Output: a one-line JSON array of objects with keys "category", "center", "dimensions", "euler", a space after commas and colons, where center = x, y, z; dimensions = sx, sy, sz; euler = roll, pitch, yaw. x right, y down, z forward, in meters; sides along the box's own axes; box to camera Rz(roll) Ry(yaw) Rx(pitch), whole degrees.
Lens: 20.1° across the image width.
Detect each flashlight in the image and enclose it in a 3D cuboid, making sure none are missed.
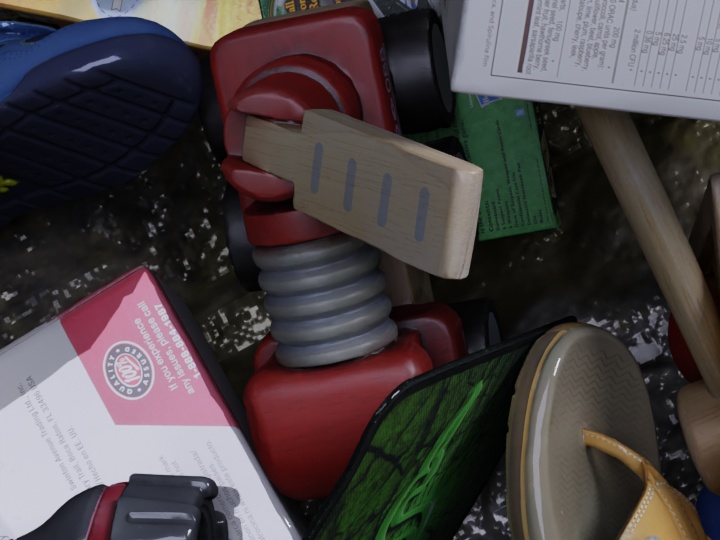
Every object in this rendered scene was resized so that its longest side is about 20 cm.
[{"category": "flashlight", "center": [-0.149, 0.105, 0.724], "dimensions": [0.198, 0.068, 0.068], "euler": [1, 55, 7]}]

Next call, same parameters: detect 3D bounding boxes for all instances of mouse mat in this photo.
[{"category": "mouse mat", "center": [0.002, 0.107, 0.714], "dimensions": [0.008, 0.161, 0.201], "euler": [37, 113, 18]}]

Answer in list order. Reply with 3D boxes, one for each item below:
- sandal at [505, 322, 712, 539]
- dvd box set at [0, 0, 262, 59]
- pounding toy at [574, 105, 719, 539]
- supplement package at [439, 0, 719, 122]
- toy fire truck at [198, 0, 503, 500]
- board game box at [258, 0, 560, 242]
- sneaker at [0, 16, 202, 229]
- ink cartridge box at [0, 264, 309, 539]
[{"category": "sandal", "center": [0.095, 0.117, 0.697], "dimensions": [0.054, 0.080, 0.202], "euler": [-14, 74, 39]}, {"category": "dvd box set", "center": [-0.055, -0.161, 0.855], "dimensions": [0.198, 0.029, 0.148], "euler": [13, 84, 7]}, {"category": "pounding toy", "center": [0.157, 0.035, 0.719], "dimensions": [0.141, 0.200, 0.186], "euler": [-7, 81, 5]}, {"category": "supplement package", "center": [0.132, -0.140, 0.646], "dimensions": [0.198, 0.152, 0.152], "euler": [6, 115, -3]}, {"category": "toy fire truck", "center": [0.000, 0.000, 0.716], "dimensions": [0.127, 0.200, 0.178], "euler": [-9, 101, 13]}, {"category": "board game box", "center": [0.011, -0.106, 0.805], "dimensions": [0.104, 0.023, 0.202], "euler": [-9, 101, 10]}, {"category": "sneaker", "center": [-0.139, -0.067, 0.792], "dimensions": [0.199, 0.074, 0.083], "euler": [-18, 59, 40]}, {"category": "ink cartridge box", "center": [-0.127, 0.114, 0.794], "dimensions": [0.199, 0.085, 0.146], "euler": [-31, 80, -1]}]
